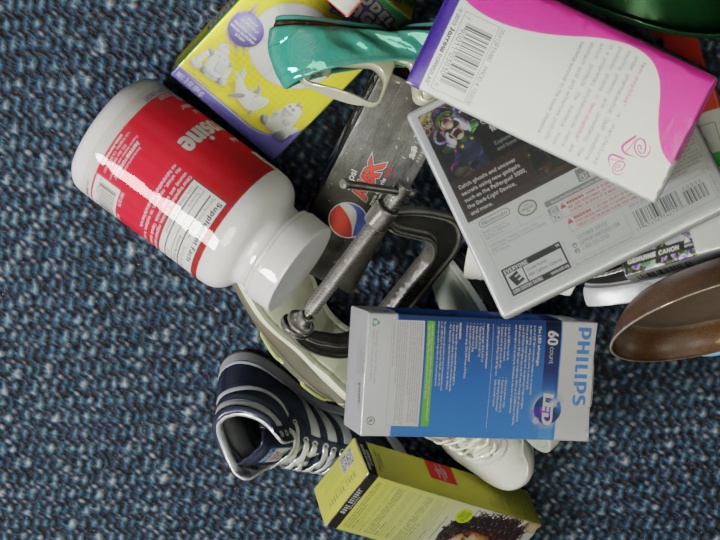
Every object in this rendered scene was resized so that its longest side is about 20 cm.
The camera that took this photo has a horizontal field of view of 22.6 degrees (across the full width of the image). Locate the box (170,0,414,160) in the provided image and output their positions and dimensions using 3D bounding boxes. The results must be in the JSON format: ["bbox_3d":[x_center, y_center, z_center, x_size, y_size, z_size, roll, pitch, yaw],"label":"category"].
[{"bbox_3d":[-0.046,-0.197,1.460,0.117,0.048,0.200,39,112,-15],"label":"box"}]

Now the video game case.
[{"bbox_3d":[0.162,-0.086,1.398,0.200,0.023,0.182,-27,81,12],"label":"video game case"}]

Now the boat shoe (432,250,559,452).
[{"bbox_3d":[0.131,0.062,1.573,0.060,0.076,0.200,-34,103,-21],"label":"boat shoe"}]

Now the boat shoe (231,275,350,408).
[{"bbox_3d":[-0.060,0.043,1.575,0.202,0.072,0.060,50,148,-19],"label":"boat shoe"}]

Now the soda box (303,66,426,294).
[{"bbox_3d":[0.008,-0.084,1.505,0.071,0.063,0.200,25,117,-6],"label":"soda box"}]

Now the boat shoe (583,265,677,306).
[{"bbox_3d":[0.272,-0.024,1.457,0.200,0.070,0.066,-16,93,19],"label":"boat shoe"}]

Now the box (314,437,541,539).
[{"bbox_3d":[0.062,0.214,1.626,0.200,0.050,0.075,19,121,-29],"label":"box"}]

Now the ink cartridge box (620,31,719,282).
[{"bbox_3d":[0.237,-0.101,1.421,0.109,0.050,0.200,-17,79,14],"label":"ink cartridge box"}]

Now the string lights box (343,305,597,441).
[{"bbox_3d":[0.092,0.086,1.493,0.200,0.059,0.103,3,94,-15],"label":"string lights box"}]

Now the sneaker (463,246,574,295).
[{"bbox_3d":[0.158,-0.075,1.479,0.115,0.074,0.200,13,116,7],"label":"sneaker"}]

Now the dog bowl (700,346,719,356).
[{"bbox_3d":[0.276,-0.012,1.523,0.111,0.050,0.200,-24,114,17],"label":"dog bowl"}]

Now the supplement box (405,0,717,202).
[{"bbox_3d":[0.149,-0.141,1.317,0.200,0.103,0.101,27,102,5],"label":"supplement box"}]

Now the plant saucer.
[{"bbox_3d":[0.293,0.024,1.436,0.200,0.200,0.032,-18,71,15],"label":"plant saucer"}]

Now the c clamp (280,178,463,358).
[{"bbox_3d":[0.000,0.000,1.487,0.171,0.027,0.200,2,132,-42],"label":"c clamp"}]

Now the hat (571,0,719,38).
[{"bbox_3d":[0.220,-0.287,1.318,0.200,0.166,0.176,14,118,-3],"label":"hat"}]

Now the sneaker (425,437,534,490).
[{"bbox_3d":[0.082,0.134,1.591,0.078,0.099,0.200,-35,109,21],"label":"sneaker"}]

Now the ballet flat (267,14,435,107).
[{"bbox_3d":[0.027,-0.162,1.405,0.200,0.067,0.071,-1,92,-7],"label":"ballet flat"}]

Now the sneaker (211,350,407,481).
[{"bbox_3d":[-0.048,0.160,1.614,0.200,0.109,0.070,32,117,-11],"label":"sneaker"}]

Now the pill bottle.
[{"bbox_3d":[-0.128,-0.059,1.473,0.200,0.112,0.112,36,117,9],"label":"pill bottle"}]

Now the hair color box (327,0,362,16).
[{"bbox_3d":[0.015,-0.303,1.362,0.101,0.061,0.200,39,100,-15],"label":"hair color box"}]
